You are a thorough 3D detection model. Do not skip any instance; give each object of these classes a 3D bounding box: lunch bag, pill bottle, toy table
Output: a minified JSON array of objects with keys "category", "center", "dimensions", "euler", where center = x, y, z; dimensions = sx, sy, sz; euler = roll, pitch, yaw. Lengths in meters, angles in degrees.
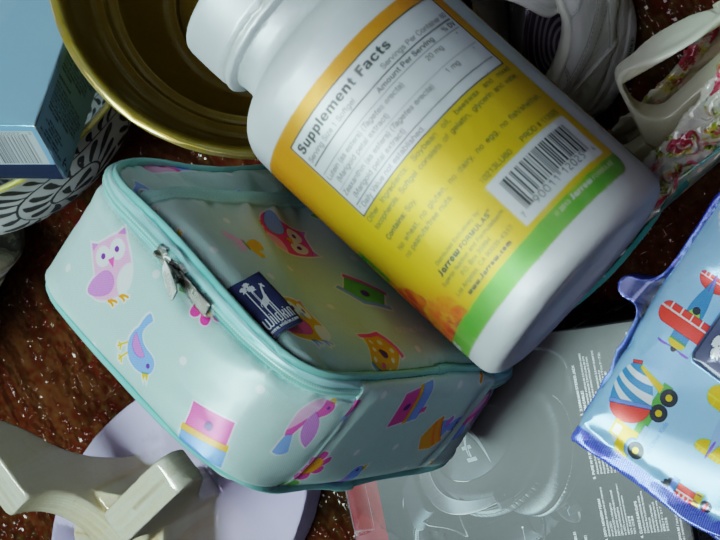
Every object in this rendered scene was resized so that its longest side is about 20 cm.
[{"category":"lunch bag","center":[-0.035,0.017,0.937],"dimensions":[0.161,0.200,0.077],"euler":[48,113,25]},{"category":"pill bottle","center":[0.022,-0.061,0.920],"dimensions":[0.200,0.111,0.111],"euler":[43,117,11]},{"category":"lunch bag","center":[0.201,0.053,0.929],"dimensions":[0.199,0.094,0.151],"euler":[32,99,11]},{"category":"toy table","center":[-0.121,0.141,1.136],"dimensions":[0.184,0.117,0.201],"euler":[41,117,15]}]

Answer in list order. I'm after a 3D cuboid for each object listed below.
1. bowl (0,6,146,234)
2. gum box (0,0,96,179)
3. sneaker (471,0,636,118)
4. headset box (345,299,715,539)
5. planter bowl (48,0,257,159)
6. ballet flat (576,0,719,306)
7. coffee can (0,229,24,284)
[{"category":"bowl","center":[-0.192,-0.086,1.121],"dimensions":[0.199,0.094,0.202],"euler":[-8,54,12]},{"category":"gum box","center":[-0.204,-0.137,1.074],"dimensions":[0.169,0.201,0.045],"euler":[1,145,19]},{"category":"sneaker","center":[0.094,-0.162,0.968],"dimensions":[0.074,0.099,0.202],"euler":[10,103,28]},{"category":"headset box","center":[0.077,0.100,1.043],"dimensions":[0.199,0.077,0.150],"euler":[-10,95,30]},{"category":"planter bowl","center":[-0.049,-0.142,1.036],"dimensions":[0.199,0.083,0.202],"euler":[0,78,0]},{"category":"ballet flat","center":[0.128,-0.063,0.976],"dimensions":[0.064,0.076,0.200],"euler":[39,107,-21]},{"category":"coffee can","center":[-0.295,0.030,1.188],"dimensions":[0.146,0.146,0.200],"euler":[42,116,14]}]
